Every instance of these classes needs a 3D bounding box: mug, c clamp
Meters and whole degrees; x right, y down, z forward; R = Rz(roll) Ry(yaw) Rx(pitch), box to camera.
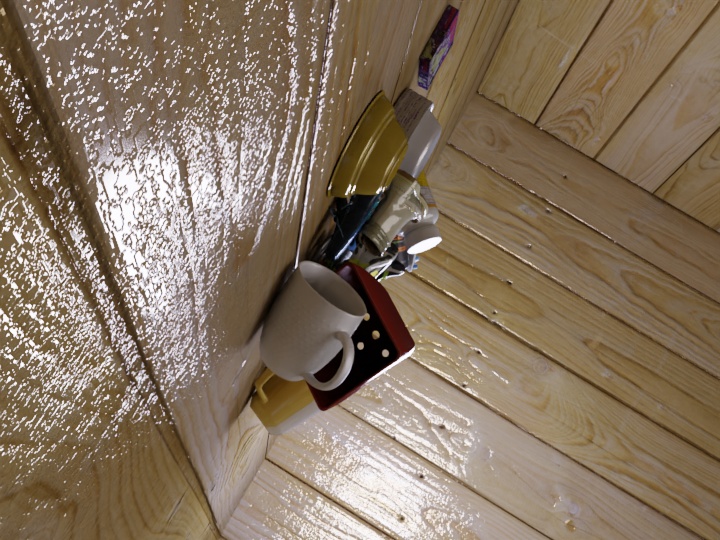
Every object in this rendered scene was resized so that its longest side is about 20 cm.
[{"bbox_3d":[-0.178,0.278,1.839,0.152,0.188,0.149,-38,-159,-11],"label":"mug"},{"bbox_3d":[-0.077,0.019,1.627,0.172,0.027,0.201,-52,158,-12],"label":"c clamp"},{"bbox_3d":[-0.082,0.115,1.407,0.146,0.201,0.177,14,118,-50],"label":"mug"}]

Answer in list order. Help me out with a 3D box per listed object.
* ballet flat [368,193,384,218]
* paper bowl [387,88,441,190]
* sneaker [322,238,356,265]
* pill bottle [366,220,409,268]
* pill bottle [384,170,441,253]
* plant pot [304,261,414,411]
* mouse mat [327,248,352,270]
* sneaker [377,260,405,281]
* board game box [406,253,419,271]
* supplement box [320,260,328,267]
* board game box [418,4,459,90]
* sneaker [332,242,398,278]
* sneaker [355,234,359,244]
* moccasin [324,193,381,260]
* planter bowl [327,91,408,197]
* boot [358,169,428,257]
[{"bbox_3d":[0.016,-0.158,1.741,0.200,0.074,0.066,124,-32,-81],"label":"ballet flat"},{"bbox_3d":[0.093,-0.257,1.658,0.203,0.103,0.201,-59,176,-7],"label":"paper bowl"},{"bbox_3d":[-0.030,-0.053,1.780,0.080,0.065,0.200,-65,175,11],"label":"sneaker"},{"bbox_3d":[0.062,-0.105,1.932,0.106,0.104,0.205,-49,138,-69],"label":"pill bottle"},{"bbox_3d":[0.108,-0.147,1.793,0.110,0.204,0.113,-19,166,-5],"label":"pill bottle"},{"bbox_3d":[-0.007,0.125,1.555,0.198,0.203,0.175,-36,163,21],"label":"plant pot"},{"bbox_3d":[-0.051,0.038,1.682,0.163,0.007,0.200,-60,160,-4],"label":"mouse mat"},{"bbox_3d":[0.008,0.018,1.878,0.072,0.195,0.085,-60,147,-77],"label":"sneaker"},{"bbox_3d":[0.105,-0.136,1.986,0.025,0.201,0.203,-9,132,-25],"label":"board game box"},{"bbox_3d":[-0.102,0.088,1.776,0.203,0.073,0.126,-60,175,-4],"label":"supplement box"},{"bbox_3d":[0.158,-0.454,1.668,0.200,0.032,0.122,31,84,-86],"label":"board game box"},{"bbox_3d":[0.000,0.000,1.661,0.199,0.074,0.086,-34,154,-38],"label":"sneaker"},{"bbox_3d":[-0.010,-0.049,2.003,0.203,0.083,0.121,-60,-174,3],"label":"sneaker"},{"bbox_3d":[-0.018,-0.113,1.511,0.202,0.067,0.080,-59,-176,-20],"label":"moccasin"},{"bbox_3d":[0.027,-0.194,1.378,0.203,0.082,0.201,-61,176,-7],"label":"planter bowl"},{"bbox_3d":[0.064,-0.096,1.597,0.156,0.071,0.200,-57,163,-7],"label":"boot"}]
